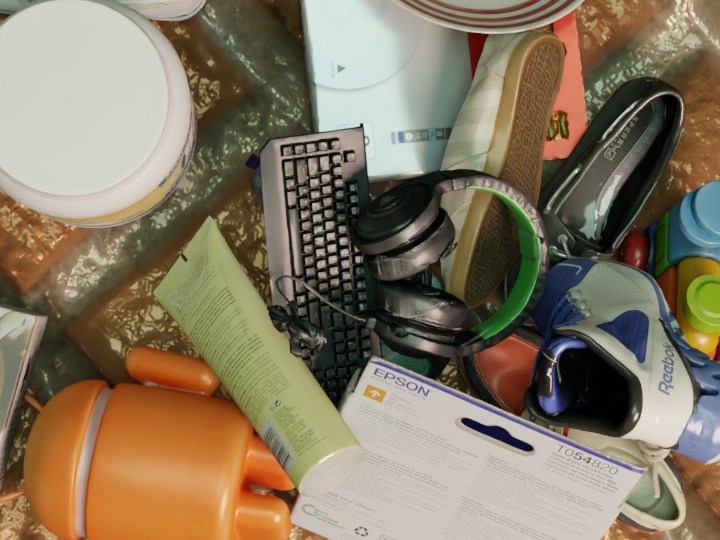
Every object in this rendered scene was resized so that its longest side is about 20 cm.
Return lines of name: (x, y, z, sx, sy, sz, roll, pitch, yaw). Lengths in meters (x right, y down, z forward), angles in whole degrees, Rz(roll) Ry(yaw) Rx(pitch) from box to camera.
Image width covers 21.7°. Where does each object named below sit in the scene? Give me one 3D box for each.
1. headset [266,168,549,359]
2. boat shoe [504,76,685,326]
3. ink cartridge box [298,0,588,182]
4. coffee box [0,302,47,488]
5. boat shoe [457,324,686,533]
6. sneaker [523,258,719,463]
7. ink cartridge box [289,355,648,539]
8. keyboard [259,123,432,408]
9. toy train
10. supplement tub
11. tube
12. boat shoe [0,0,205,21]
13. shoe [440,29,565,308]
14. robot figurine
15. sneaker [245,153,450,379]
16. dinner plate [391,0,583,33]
headset: (0.037, 0.007, 1.225, 0.200, 0.094, 0.124, -15, 109, -18)
boat shoe: (0.165, -0.049, 1.330, 0.067, 0.057, 0.200, 30, 89, -15)
ink cartridge box: (0.060, -0.149, 1.337, 0.200, 0.047, 0.160, -6, 89, -2)
coffee box: (-0.299, 0.113, 1.295, 0.113, 0.080, 0.200, 16, 88, -4)
boat shoe: (0.152, 0.111, 1.329, 0.200, 0.063, 0.071, 44, 89, 0)
sneaker: (0.152, 0.050, 1.227, 0.115, 0.199, 0.081, 9, 114, -30)
ink cartridge box: (0.070, 0.141, 1.271, 0.199, 0.200, 0.041, 24, 46, -3)
keyboard: (0.000, 0.000, 1.272, 0.127, 0.021, 0.200, -11, 109, -18)
toy train: (0.227, 0.045, 1.281, 0.085, 0.116, 0.200, 9, 66, -5)
supplement tub: (-0.183, -0.104, 1.247, 0.144, 0.200, 0.145, 0, 89, -3)
tube: (-0.070, 0.059, 1.252, 0.058, 0.052, 0.200, -33, 63, -10)
boat shoe: (-0.206, -0.217, 1.315, 0.200, 0.067, 0.074, 3, 88, -3)
shoe: (0.091, -0.073, 1.310, 0.053, 0.070, 0.200, 20, 97, 37)
robot figurine: (-0.142, 0.136, 1.284, 0.200, 0.117, 0.144, 9, 110, 4)
sneaker: (-0.006, -0.007, 1.327, 0.074, 0.088, 0.200, -38, 115, -7)
dinner plate: (0.078, -0.245, 1.323, 0.200, 0.024, 0.200, 4, 62, -7)
